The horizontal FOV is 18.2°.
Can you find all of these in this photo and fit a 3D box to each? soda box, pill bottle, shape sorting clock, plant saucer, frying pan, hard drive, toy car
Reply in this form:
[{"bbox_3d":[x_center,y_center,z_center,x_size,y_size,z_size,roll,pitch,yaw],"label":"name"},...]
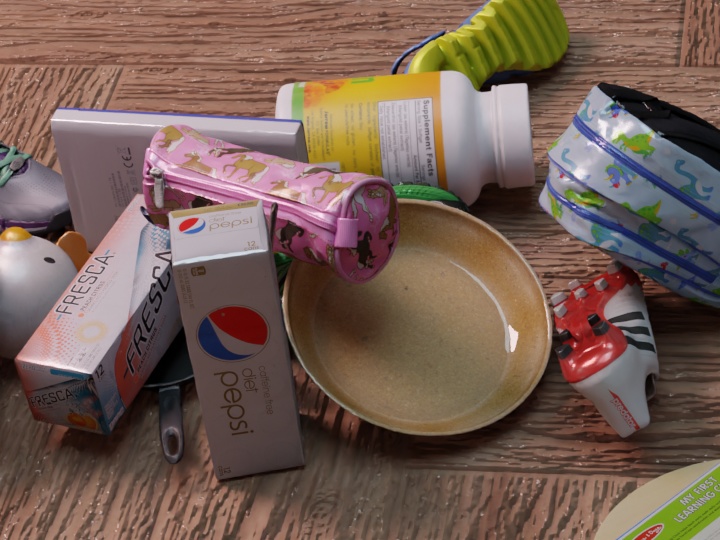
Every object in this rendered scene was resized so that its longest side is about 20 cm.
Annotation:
[{"bbox_3d":[-0.085,0.049,1.564,0.068,0.200,0.064,-9,39,-1],"label":"soda box"},{"bbox_3d":[0.037,-0.102,1.798,0.200,0.111,0.111,-4,39,5],"label":"pill bottle"},{"bbox_3d":[0.249,0.187,1.464,0.200,0.039,0.200,-5,35,4],"label":"shape sorting clock"},{"bbox_3d":[0.039,0.040,1.642,0.200,0.035,0.201,6,57,-9],"label":"plant saucer"},{"bbox_3d":[-0.176,0.030,1.670,0.068,0.064,0.200,9,44,22],"label":"soda box"},{"bbox_3d":[-0.131,0.072,1.678,0.115,0.031,0.190,-26,45,-17],"label":"frying pan"},{"bbox_3d":[-0.136,-0.065,1.766,0.200,0.132,0.025,4,40,15],"label":"hard drive"},{"bbox_3d":[-0.281,0.008,1.692,0.200,0.177,0.184,-15,26,-28],"label":"toy car"}]

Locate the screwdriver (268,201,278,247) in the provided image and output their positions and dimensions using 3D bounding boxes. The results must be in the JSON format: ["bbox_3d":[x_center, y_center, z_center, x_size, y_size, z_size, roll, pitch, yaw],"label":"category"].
[{"bbox_3d":[-0.070,0.015,1.607,0.028,0.200,0.029,2,45,-7],"label":"screwdriver"}]

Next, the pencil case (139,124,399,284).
[{"bbox_3d":[-0.066,-0.049,1.619,0.200,0.083,0.087,16,46,32],"label":"pencil case"}]

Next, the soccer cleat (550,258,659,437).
[{"bbox_3d":[0.182,0.055,1.624,0.069,0.085,0.200,-29,12,15],"label":"soccer cleat"}]

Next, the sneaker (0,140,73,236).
[{"bbox_3d":[-0.320,-0.090,1.865,0.200,0.088,0.074,15,44,26],"label":"sneaker"}]

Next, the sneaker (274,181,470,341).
[{"bbox_3d":[0.000,0.000,1.723,0.200,0.078,0.085,-25,56,-16],"label":"sneaker"}]

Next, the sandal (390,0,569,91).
[{"bbox_3d":[0.096,-0.186,1.925,0.200,0.080,0.087,-26,6,-36],"label":"sandal"}]

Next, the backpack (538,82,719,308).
[{"bbox_3d":[0.228,-0.056,1.650,0.154,0.200,0.163,-42,42,6],"label":"backpack"}]
